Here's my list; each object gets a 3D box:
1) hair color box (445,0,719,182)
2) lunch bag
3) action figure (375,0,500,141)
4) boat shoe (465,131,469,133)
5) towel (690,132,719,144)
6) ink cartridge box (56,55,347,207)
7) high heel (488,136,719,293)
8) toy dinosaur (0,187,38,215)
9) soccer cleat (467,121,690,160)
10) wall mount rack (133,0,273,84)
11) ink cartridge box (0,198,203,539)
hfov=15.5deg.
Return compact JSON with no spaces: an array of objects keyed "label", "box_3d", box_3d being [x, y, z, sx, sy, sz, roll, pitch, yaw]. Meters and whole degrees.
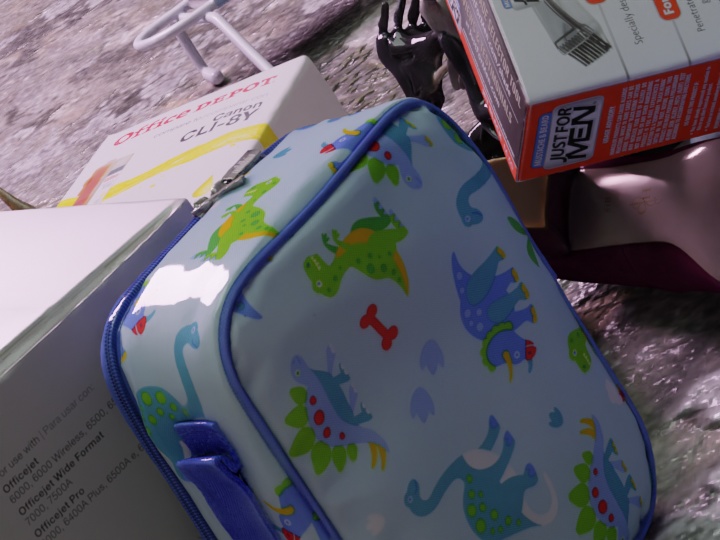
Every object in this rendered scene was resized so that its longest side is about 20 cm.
[{"label":"hair color box","box_3d":[0.140,-0.117,1.044,0.199,0.064,0.111,-13,62,-10]},{"label":"lunch bag","box_3d":[0.008,0.054,0.921,0.082,0.200,0.161,-10,30,45]},{"label":"action figure","box_3d":[0.079,-0.106,1.137,0.118,0.102,0.200,-16,15,-23]},{"label":"boat shoe","box_3d":[0.000,0.002,1.247,0.201,0.074,0.063,-33,55,-30]},{"label":"towel","box_3d":[0.232,-0.135,1.130,0.199,0.048,0.172,-11,59,29]},{"label":"ink cartridge box","box_3d":[-0.093,-0.011,1.365,0.145,0.084,0.200,-19,24,30]},{"label":"high heel","box_3d":[0.147,-0.019,1.096,0.199,0.096,0.068,12,85,28]},{"label":"toy dinosaur","box_3d":[-0.048,0.026,1.044,0.106,0.200,0.061,-19,46,32]},{"label":"soccer cleat","box_3d":[0.140,-0.079,1.238,0.199,0.068,0.073,-26,4,17]},{"label":"wall mount rack","box_3d":[-0.038,-0.170,1.666,0.200,0.075,0.174,-37,18,-14]},{"label":"ink cartridge box","box_3d":[-0.100,0.094,0.980,0.147,0.200,0.145,-3,35,51]}]
